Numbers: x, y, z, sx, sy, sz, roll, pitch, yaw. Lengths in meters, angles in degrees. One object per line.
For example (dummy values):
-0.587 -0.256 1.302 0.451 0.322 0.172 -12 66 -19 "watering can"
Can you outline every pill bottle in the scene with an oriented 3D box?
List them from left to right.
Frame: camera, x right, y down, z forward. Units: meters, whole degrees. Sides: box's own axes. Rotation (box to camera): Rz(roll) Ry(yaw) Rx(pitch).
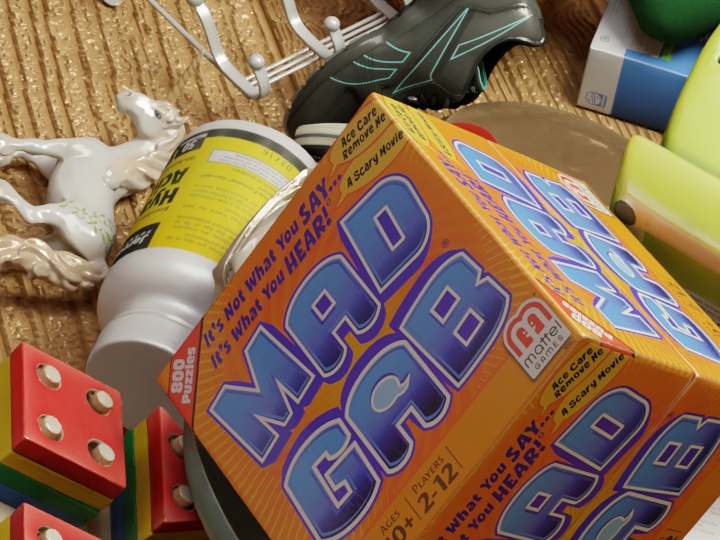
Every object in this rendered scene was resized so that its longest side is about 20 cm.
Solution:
-0.097 0.007 1.646 0.111 0.112 0.200 16 44 6 "pill bottle"

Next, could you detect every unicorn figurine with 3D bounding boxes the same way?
-0.187 -0.059 1.736 0.137 0.074 0.201 12 57 -11 "unicorn figurine"

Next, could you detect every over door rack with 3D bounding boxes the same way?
-0.077 -0.206 1.872 0.147 0.067 0.200 -28 44 -29 "over door rack"

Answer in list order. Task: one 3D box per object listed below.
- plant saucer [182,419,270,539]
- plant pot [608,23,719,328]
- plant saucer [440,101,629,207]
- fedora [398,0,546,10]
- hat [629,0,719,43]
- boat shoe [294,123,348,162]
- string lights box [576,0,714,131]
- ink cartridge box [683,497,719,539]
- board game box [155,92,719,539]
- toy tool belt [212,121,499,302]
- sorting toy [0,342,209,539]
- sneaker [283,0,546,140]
-0.034 0.142 1.475 0.200 0.027 0.201 44 23 -24 "plant saucer"
0.246 -0.012 1.553 0.200 0.200 0.181 33 53 21 "plant pot"
0.131 -0.057 1.771 0.199 0.030 0.200 14 31 -9 "plant saucer"
0.082 -0.213 1.908 0.199 0.082 0.201 10 20 -4 "fedora"
0.218 -0.165 1.863 0.165 0.177 0.200 21 7 16 "hat"
0.038 -0.050 1.676 0.199 0.063 0.074 20 11 30 "boat shoe"
0.265 -0.140 1.900 0.199 0.059 0.103 18 45 8 "string lights box"
0.222 0.127 1.602 0.145 0.085 0.200 17 43 6 "ink cartridge box"
0.059 0.065 1.400 0.199 0.200 0.200 18 25 -49 "board game box"
0.000 0.000 1.587 0.125 0.123 0.200 40 52 20 "toy tool belt"
-0.131 0.148 1.422 0.198 0.070 0.201 31 33 -32 "sorting toy"
0.035 -0.135 1.791 0.079 0.200 0.075 55 19 4 "sneaker"
